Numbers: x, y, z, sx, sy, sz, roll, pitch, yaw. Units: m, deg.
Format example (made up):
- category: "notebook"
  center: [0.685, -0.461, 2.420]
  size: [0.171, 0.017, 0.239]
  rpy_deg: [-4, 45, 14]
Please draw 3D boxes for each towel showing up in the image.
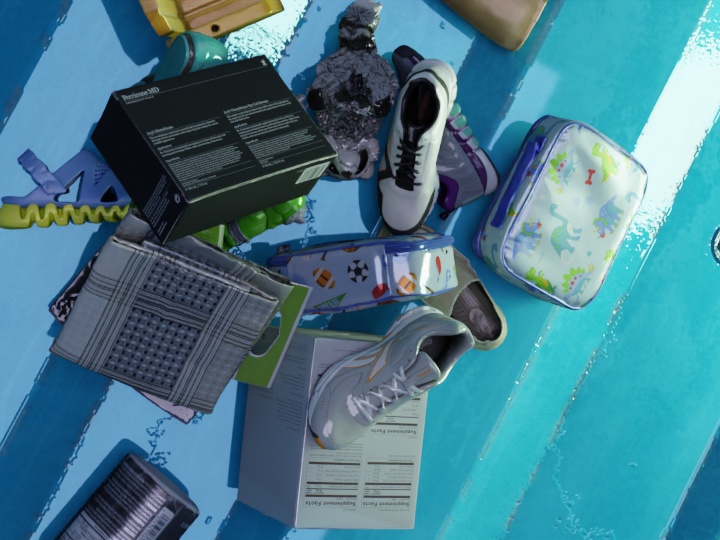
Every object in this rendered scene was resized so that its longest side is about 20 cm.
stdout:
- category: "towel"
  center: [-0.194, 0.049, 1.490]
  size: [0.192, 0.035, 0.200]
  rpy_deg: [25, 118, -16]

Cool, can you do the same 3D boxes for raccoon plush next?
- category: "raccoon plush"
  center: [0.002, -0.194, 1.662]
  size: [0.096, 0.134, 0.200]
  rpy_deg: [19, 55, 9]

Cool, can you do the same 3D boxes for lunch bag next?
- category: "lunch bag"
  center: [0.000, 0.000, 1.597]
  size: [0.199, 0.160, 0.076]
  rpy_deg: [-4, 95, 23]
- category: "lunch bag"
  center: [0.230, -0.069, 1.688]
  size: [0.160, 0.082, 0.201]
  rpy_deg: [28, 87, -29]

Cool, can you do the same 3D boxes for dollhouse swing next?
- category: "dollhouse swing"
  center: [-0.178, -0.352, 1.553]
  size: [0.181, 0.176, 0.201]
  rpy_deg: [-24, 96, -11]

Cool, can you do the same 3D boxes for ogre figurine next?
- category: "ogre figurine"
  center: [-0.116, -0.120, 1.605]
  size: [0.119, 0.098, 0.201]
  rpy_deg: [3, 81, 14]

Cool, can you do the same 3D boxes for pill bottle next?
- category: "pill bottle"
  center: [-0.277, 0.306, 1.589]
  size: [0.106, 0.106, 0.200]
  rpy_deg: [42, 84, -11]

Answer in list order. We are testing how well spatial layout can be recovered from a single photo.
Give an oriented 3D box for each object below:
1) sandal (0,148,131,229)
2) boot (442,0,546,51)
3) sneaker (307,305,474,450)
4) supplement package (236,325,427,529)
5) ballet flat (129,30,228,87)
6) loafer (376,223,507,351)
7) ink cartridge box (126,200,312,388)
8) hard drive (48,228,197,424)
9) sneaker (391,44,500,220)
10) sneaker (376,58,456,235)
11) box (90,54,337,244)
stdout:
- category: "sandal"
  center: [-0.296, -0.092, 1.587]
  size: [0.199, 0.079, 0.088]
  rpy_deg: [-4, 89, -14]
- category: "boot"
  center: [0.136, -0.377, 1.683]
  size: [0.199, 0.066, 0.176]
  rpy_deg: [28, 98, -11]
- category: "sneaker"
  center: [0.032, 0.109, 1.492]
  size: [0.200, 0.092, 0.076]
  rpy_deg: [-43, 112, -20]
- category: "supplement package"
  center: [-0.030, 0.169, 1.601]
  size: [0.150, 0.152, 0.201]
  rpy_deg: [6, 91, -29]
- category: "ballet flat"
  center: [-0.202, -0.186, 1.564]
  size: [0.070, 0.200, 0.068]
  rpy_deg: [5, 62, -36]
- category: "loafer"
  center: [0.102, 0.014, 1.683]
  size: [0.200, 0.068, 0.076]
  rpy_deg: [43, 83, -11]
- category: "ink cartridge box"
  center: [-0.168, 0.028, 1.543]
  size: [0.199, 0.076, 0.148]
  rpy_deg: [16, 121, -13]
- category: "hard drive"
  center: [-0.231, 0.061, 1.622]
  size: [0.200, 0.042, 0.135]
  rpy_deg: [41, 83, -11]
- category: "sneaker"
  center: [0.077, -0.157, 1.671]
  size: [0.087, 0.074, 0.200]
  rpy_deg: [-34, 100, -5]
- category: "sneaker"
  center: [0.054, -0.133, 1.613]
  size: [0.073, 0.080, 0.201]
  rpy_deg: [12, 106, 10]
- category: "box"
  center: [-0.146, -0.125, 1.465]
  size: [0.200, 0.079, 0.141]
  rpy_deg: [-21, 71, -41]
